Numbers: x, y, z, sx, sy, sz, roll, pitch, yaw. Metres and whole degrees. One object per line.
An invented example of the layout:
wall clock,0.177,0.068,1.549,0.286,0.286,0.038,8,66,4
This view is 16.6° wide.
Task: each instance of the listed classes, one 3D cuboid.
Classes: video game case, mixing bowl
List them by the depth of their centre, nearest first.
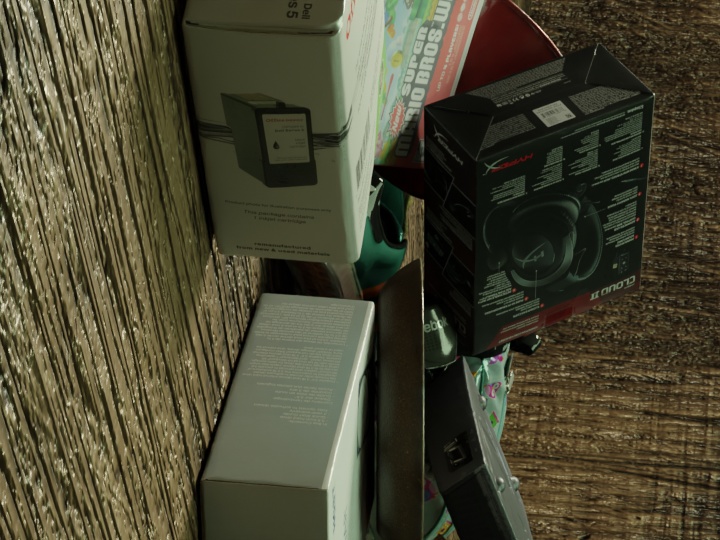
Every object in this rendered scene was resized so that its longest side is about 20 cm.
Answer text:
video game case,0.019,-0.140,1.646,0.200,0.017,0.144,-1,110,-62
mixing bowl,0.056,-0.123,1.819,0.108,0.200,0.200,-48,158,-21

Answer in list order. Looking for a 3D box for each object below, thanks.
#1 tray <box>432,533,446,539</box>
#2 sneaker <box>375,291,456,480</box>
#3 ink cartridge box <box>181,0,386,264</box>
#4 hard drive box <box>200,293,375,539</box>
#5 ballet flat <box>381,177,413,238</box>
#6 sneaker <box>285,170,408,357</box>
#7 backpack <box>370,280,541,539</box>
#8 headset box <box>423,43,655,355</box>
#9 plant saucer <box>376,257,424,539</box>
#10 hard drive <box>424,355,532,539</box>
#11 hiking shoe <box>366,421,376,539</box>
tray,0.003,0.268,1.670,0.200,0.037,0.099,-48,168,-4
sneaker,0.042,0.069,1.761,0.200,0.066,0.091,54,-37,21
ink cartridge box,-0.036,-0.121,1.328,0.200,0.083,0.146,86,11,-55
hard drive box,-0.041,0.133,1.501,0.200,0.076,0.157,-75,167,-56
ballet flat,0.010,-0.058,1.900,0.200,0.070,0.071,-74,167,-59
sneaker,0.000,0.000,1.666,0.080,0.071,0.200,-46,159,-15
backpack,0.034,0.112,1.888,0.126,0.166,0.201,-19,119,-62
headset box,0.125,-0.042,1.758,0.077,0.148,0.201,50,-27,41
plant saucer,0.025,0.092,1.598,0.200,0.032,0.201,1,90,-90
hard drive,0.081,0.147,1.632,0.200,0.042,0.135,-96,164,-72
hiking shoe,-0.028,0.163,1.721,0.101,0.075,0.201,69,17,-51
